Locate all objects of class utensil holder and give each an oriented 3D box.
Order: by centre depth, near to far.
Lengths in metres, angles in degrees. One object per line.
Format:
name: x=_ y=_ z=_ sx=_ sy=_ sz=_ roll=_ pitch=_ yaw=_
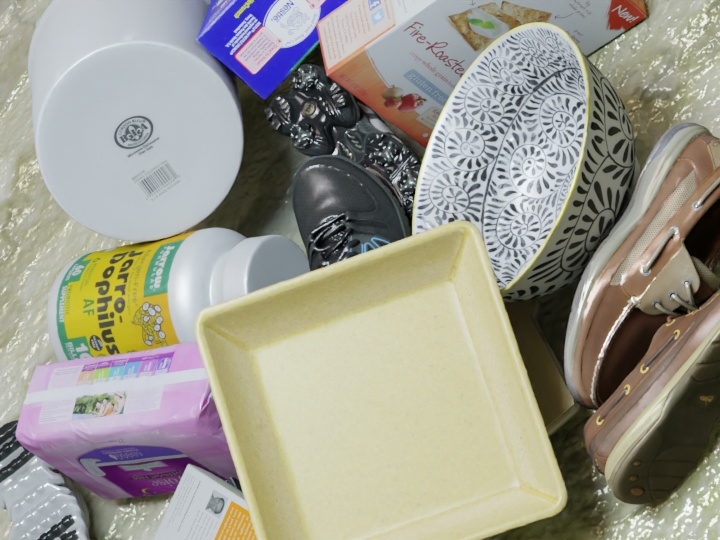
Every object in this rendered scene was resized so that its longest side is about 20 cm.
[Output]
utensil holder: x=-0.174 y=-0.132 z=1.890 sx=0.170 sy=0.170 sz=0.200 roll=-46 pitch=19 yaw=11

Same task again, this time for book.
book: x=-0.083 y=0.230 z=1.672 sx=0.199 sy=0.048 sz=0.134 roll=26 pitch=89 yaw=47

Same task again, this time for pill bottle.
pill bottle: x=-0.133 y=0.029 z=1.849 sx=0.199 sy=0.113 sz=0.114 roll=-10 pitch=60 yaw=38

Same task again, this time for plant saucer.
plant saucer: x=0.014 y=0.093 z=1.590 sx=0.198 sy=0.048 sz=0.202 roll=-19 pitch=78 yaw=4

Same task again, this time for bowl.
bowl: x=0.128 y=-0.058 z=1.658 sx=0.201 sy=0.094 sz=0.202 roll=-40 pitch=41 yaw=45

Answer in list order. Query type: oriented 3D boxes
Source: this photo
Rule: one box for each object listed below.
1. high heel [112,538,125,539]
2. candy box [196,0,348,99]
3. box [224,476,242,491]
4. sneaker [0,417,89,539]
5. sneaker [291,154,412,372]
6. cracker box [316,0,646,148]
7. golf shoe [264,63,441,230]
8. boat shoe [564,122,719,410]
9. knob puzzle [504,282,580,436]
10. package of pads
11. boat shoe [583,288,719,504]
high heel: x=-0.186 y=0.291 z=1.688 sx=0.096 sy=0.067 sz=0.201 roll=47 pitch=122 yaw=52
candy box: x=-0.038 y=-0.236 z=1.881 sx=0.169 sy=0.077 sz=0.200 roll=-45 pitch=13 yaw=15
box: x=-0.121 y=0.273 z=1.745 sx=0.200 sy=0.044 sz=0.161 roll=-44 pitch=45 yaw=14
sneaker: x=-0.232 y=0.201 z=1.862 sx=0.075 sy=0.081 sz=0.201 roll=-31 pitch=43 yaw=7
sneaker: x=0.000 y=0.000 z=1.686 sx=0.073 sy=0.082 sz=0.201 roll=-35 pitch=64 yaw=19
cracker box: x=0.086 y=-0.180 z=1.753 sx=0.199 sy=0.134 sz=0.058 roll=-33 pitch=48 yaw=24
golf shoe: x=0.015 y=-0.068 z=1.794 sx=0.078 sy=0.094 sz=0.201 roll=-40 pitch=60 yaw=13
boat shoe: x=0.197 y=0.002 z=1.593 sx=0.071 sy=0.076 sz=0.201 roll=24 pitch=88 yaw=33
knob puzzle: x=0.054 y=0.087 z=1.704 sx=0.219 sy=0.030 sz=0.221 roll=-23 pitch=51 yaw=31
package of pads: x=-0.143 y=0.112 z=1.803 sx=0.199 sy=0.120 sz=0.076 roll=-10 pitch=54 yaw=38
boat shoe: x=0.213 y=0.053 z=1.547 sx=0.200 sy=0.072 sz=0.068 roll=-51 pitch=45 yaw=11
